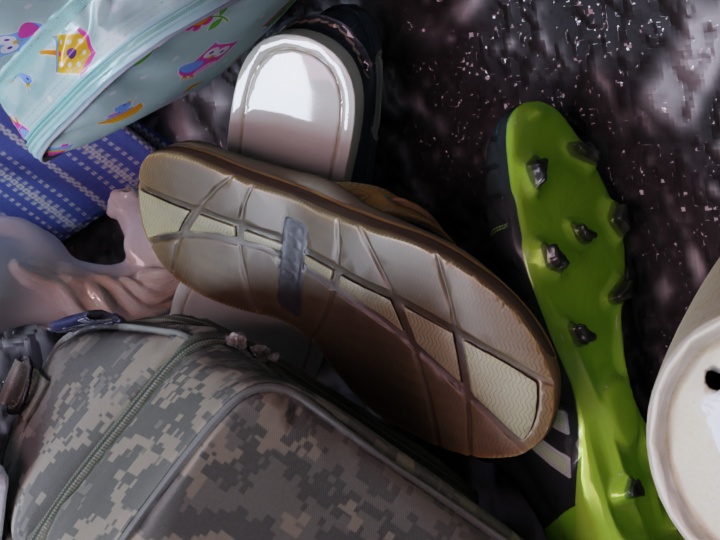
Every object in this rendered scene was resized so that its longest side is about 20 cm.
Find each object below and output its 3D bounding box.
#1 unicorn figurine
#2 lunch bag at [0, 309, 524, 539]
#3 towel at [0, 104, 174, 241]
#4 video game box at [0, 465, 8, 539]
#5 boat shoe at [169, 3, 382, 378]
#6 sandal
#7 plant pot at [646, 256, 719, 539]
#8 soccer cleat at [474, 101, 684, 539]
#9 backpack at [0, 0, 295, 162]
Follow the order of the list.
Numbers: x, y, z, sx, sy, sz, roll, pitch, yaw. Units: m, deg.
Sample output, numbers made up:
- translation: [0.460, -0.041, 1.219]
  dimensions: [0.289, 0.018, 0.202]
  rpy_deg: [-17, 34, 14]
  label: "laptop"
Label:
- translation: [-0.159, -0.003, 1.137]
  dimensions: [0.137, 0.200, 0.074]
  rpy_deg: [29, 132, 23]
  label: "unicorn figurine"
- translation: [-0.042, 0.109, 1.056]
  dimensions: [0.139, 0.200, 0.168]
  rpy_deg: [-56, 26, -3]
  label: "lunch bag"
- translation: [-0.196, -0.047, 1.199]
  dimensions: [0.200, 0.024, 0.145]
  rpy_deg: [-30, 127, 35]
  label: "towel"
- translation: [-0.200, 0.136, 1.119]
  dimensions: [0.182, 0.047, 0.200]
  rpy_deg: [-135, 50, -60]
  label: "video game box"
- translation: [-0.032, -0.016, 1.117]
  dimensions: [0.075, 0.062, 0.200]
  rpy_deg: [18, 118, 18]
  label: "boat shoe"
- translation: [0.000, 0.000, 1.046]
  dimensions: [0.200, 0.054, 0.080]
  rpy_deg: [28, 126, 28]
  label: "sandal"
- translation: [0.182, 0.035, 0.896]
  dimensions: [0.187, 0.200, 0.188]
  rpy_deg: [9, 106, 33]
  label: "plant pot"
- translation: [0.073, 0.035, 1.058]
  dimensions: [0.081, 0.067, 0.200]
  rpy_deg: [-9, 98, 43]
  label: "soccer cleat"
- translation: [-0.112, -0.132, 1.039]
  dimensions: [0.176, 0.200, 0.154]
  rpy_deg: [-35, 79, 56]
  label: "backpack"
